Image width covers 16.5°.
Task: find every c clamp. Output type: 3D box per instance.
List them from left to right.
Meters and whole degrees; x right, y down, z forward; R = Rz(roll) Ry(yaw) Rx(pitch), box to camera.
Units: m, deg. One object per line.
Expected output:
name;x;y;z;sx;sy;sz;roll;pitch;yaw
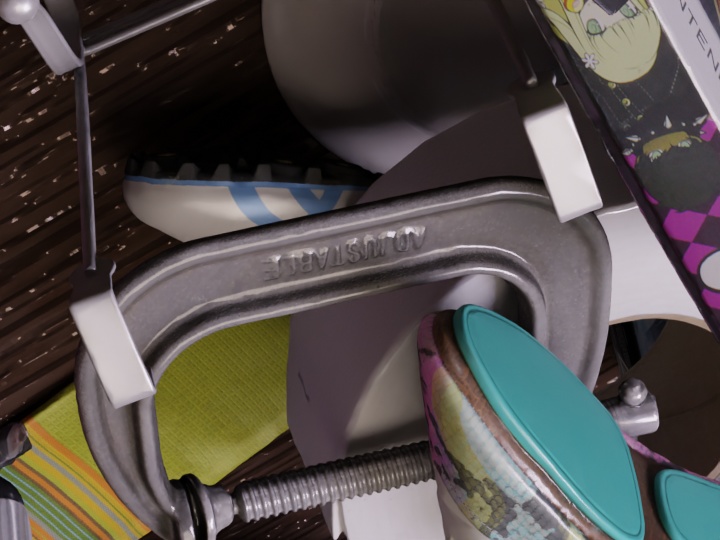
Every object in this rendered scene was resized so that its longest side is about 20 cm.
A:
c clamp;0.008;0.047;0.784;0.199;0.027;0.172;-7;130;-16

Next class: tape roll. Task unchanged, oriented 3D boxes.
tape roll;0.077;0.036;0.865;0.201;0.071;0.203;-11;131;-12

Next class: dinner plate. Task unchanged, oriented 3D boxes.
dinner plate;0.063;-0.102;0.869;0.199;0.024;0.201;-13;133;-14

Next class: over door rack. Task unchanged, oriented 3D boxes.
over door rack;-0.027;-0.070;0.725;0.147;0.200;0.067;-22;130;4

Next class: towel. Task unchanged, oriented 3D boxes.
towel;-0.082;0.064;0.958;0.200;0.018;0.086;-36;135;10

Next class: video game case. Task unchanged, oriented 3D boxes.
video game case;0.111;-0.080;0.748;0.036;0.200;0.182;-21;112;27

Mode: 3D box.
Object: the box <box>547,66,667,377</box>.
box;0.153;-0.030;0.942;0.136;0.040;0.200;-27;142;-4

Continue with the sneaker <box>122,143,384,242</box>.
sneaker;0.000;0.000;0.891;0.199;0.072;0.073;16;90;-36

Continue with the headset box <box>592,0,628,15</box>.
headset box;0.045;-0.189;0.610;0.149;0.200;0.075;-42;158;11

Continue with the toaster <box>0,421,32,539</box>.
toaster;-0.192;0.148;0.858;0.180;0.119;0.200;-8;158;-8

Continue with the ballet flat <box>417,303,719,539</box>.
ballet flat;0.072;0.080;0.786;0.071;0.069;0.200;-36;131;29
